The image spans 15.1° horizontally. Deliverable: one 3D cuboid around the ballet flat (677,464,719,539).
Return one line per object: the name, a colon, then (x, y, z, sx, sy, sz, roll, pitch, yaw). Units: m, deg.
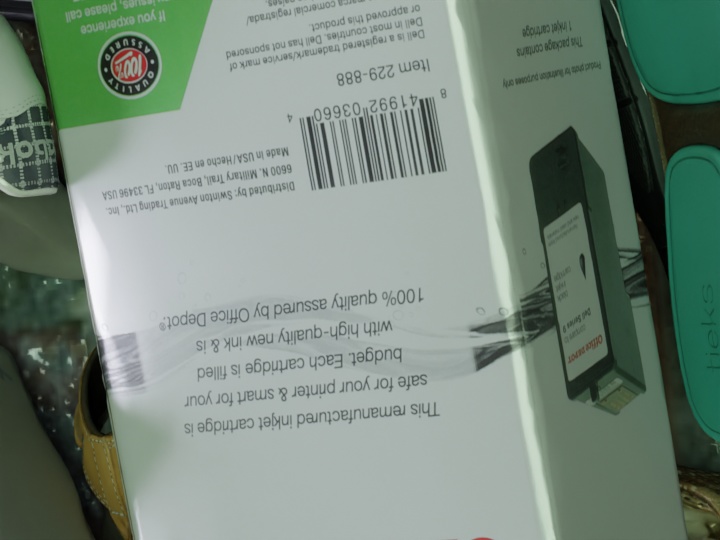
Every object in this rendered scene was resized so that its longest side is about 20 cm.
ballet flat: (0.041, 0.078, 0.867, 0.200, 0.065, 0.071, 5, 87, 12)

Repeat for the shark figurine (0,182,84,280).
shark figurine: (-0.209, -0.030, 0.902, 0.214, 0.090, 0.128, -16, 91, 11)

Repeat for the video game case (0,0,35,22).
video game case: (-0.055, -0.165, 0.852, 0.200, 0.025, 0.181, 8, 102, 30)

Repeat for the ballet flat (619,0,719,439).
ballet flat: (0.117, -0.049, 0.779, 0.065, 0.071, 0.200, -14, 104, -27)

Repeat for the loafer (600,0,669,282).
loafer: (0.117, -0.031, 0.851, 0.063, 0.072, 0.200, -23, 98, -6)

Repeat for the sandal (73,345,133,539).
sandal: (-0.059, 0.038, 0.875, 0.082, 0.055, 0.200, 20, 100, 48)

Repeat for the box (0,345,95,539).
box: (-0.195, 0.113, 0.873, 0.200, 0.109, 0.128, -42, 50, 14)

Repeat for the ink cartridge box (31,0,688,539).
ink cartridge box: (0.000, 0.000, 0.783, 0.146, 0.084, 0.200, -6, 96, 33)

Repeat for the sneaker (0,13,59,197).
sneaker: (-0.183, -0.022, 0.809, 0.200, 0.076, 0.081, -25, 90, 24)
